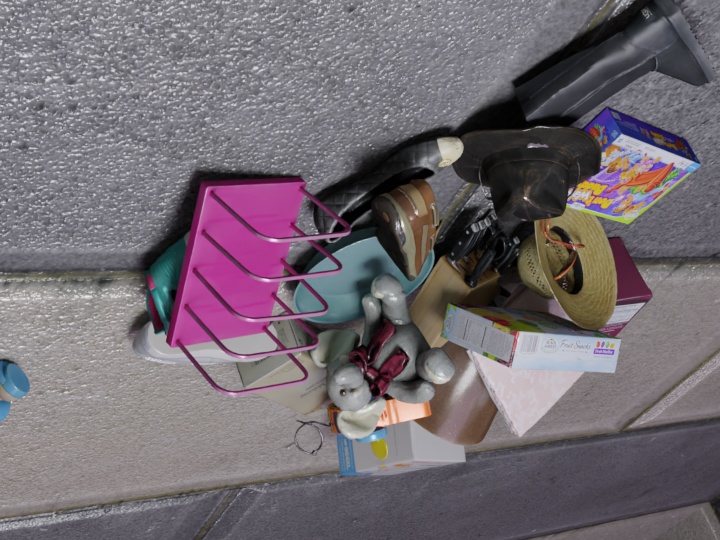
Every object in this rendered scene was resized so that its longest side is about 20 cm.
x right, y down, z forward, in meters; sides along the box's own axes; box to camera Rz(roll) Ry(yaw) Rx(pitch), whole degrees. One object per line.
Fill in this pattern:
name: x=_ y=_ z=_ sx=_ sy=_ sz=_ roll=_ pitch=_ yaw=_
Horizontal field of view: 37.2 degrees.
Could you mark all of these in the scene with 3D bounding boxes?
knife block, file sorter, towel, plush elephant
knife block: x=0.128 y=0.017 z=1.445 sx=0.200 sy=0.064 sz=0.176 roll=-42 pitch=159 yaw=0
file sorter: x=-0.108 y=0.018 z=1.180 sx=0.138 sy=0.125 sz=0.203 roll=-7 pitch=124 yaw=-41
towel: x=0.250 y=0.112 z=1.544 sx=0.191 sy=0.032 sz=0.201 roll=-42 pitch=125 yaw=-17
plush elephant: x=0.014 y=0.127 z=1.419 sx=0.153 sy=0.166 sz=0.200 roll=-29 pitch=164 yaw=-12

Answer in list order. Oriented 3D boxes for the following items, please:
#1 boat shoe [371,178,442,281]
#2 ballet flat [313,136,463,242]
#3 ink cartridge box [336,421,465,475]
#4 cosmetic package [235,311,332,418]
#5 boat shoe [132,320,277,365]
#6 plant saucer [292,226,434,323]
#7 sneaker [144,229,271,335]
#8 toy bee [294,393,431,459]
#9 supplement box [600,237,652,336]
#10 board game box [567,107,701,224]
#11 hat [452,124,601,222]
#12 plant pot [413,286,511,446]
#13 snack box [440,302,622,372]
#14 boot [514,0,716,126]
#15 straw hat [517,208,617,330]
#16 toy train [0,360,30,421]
boat shoe: x=0.063 y=-0.047 z=1.253 sx=0.073 sy=0.076 sz=0.200 roll=-35 pitch=165 yaw=-6
ballet flat: x=0.035 y=-0.095 z=1.252 sx=0.198 sy=0.057 sz=0.066 roll=-29 pitch=151 yaw=11
ink cartridge box: x=0.071 y=0.255 z=1.729 sx=0.127 sy=0.127 sz=0.199 roll=9 pitch=159 yaw=-42
cosmetic package: x=-0.087 y=0.140 z=1.544 sx=0.103 sy=0.074 sz=0.200 roll=-32 pitch=149 yaw=15
boat shoe: x=-0.203 y=0.094 z=1.398 sx=0.198 sy=0.073 sz=0.068 roll=-6 pitch=169 yaw=-40
plant saucer: x=0.000 y=0.000 z=1.408 sx=0.197 sy=0.036 sz=0.201 roll=-17 pitch=151 yaw=-10
sneaker: x=-0.194 y=0.039 z=1.285 sx=0.120 sy=0.084 sz=0.200 roll=-31 pitch=142 yaw=6
toy bee: x=-0.005 y=0.198 z=1.530 sx=0.197 sy=0.133 sz=0.109 roll=10 pitch=179 yaw=-17
supplement box: x=0.349 y=0.055 z=1.663 sx=0.084 sy=0.112 sz=0.201 roll=-6 pitch=147 yaw=-27
board game box: x=0.340 y=-0.133 z=1.413 sx=0.198 sy=0.045 sz=0.134 roll=9 pitch=138 yaw=-43
hat: x=0.196 y=-0.100 z=1.271 sx=0.197 sy=0.082 sz=0.201 roll=4 pitch=163 yaw=1
plant pot: x=0.162 y=0.123 z=1.603 sx=0.185 sy=0.187 sz=0.201 roll=10 pitch=122 yaw=-44
snack box: x=0.224 y=0.089 z=1.409 sx=0.198 sy=0.142 sz=0.054 roll=7 pitch=100 yaw=-36
boot: x=0.291 y=-0.212 z=1.223 sx=0.199 sy=0.066 sz=0.164 roll=-36 pitch=140 yaw=18
straw hat: x=0.261 y=-0.010 z=1.453 sx=0.084 sy=0.205 sz=0.199 roll=-18 pitch=159 yaw=40
toy train: x=-0.492 y=0.141 z=1.264 sx=0.115 sy=0.085 sz=0.200 roll=-38 pitch=149 yaw=7
